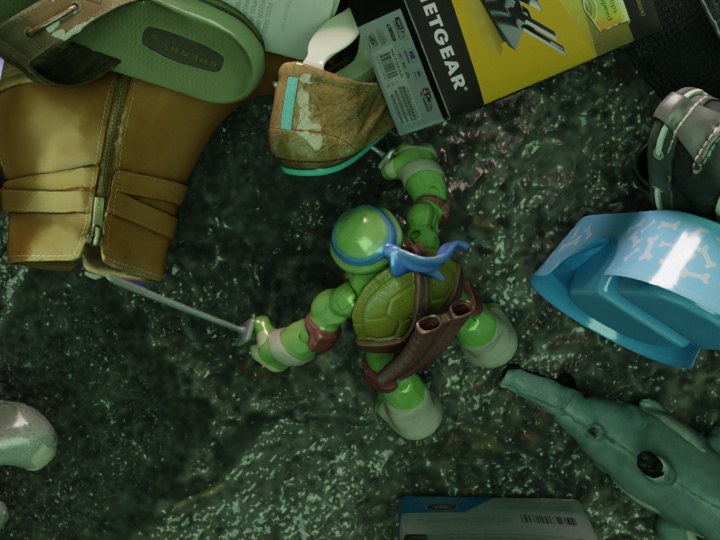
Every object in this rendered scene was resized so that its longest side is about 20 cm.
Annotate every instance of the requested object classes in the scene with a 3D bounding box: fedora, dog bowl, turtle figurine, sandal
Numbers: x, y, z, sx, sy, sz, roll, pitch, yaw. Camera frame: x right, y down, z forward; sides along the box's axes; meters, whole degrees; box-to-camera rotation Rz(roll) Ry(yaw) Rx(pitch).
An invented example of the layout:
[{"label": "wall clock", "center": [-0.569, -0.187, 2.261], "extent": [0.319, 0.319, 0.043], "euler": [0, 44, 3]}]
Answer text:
[{"label": "fedora", "center": [0.200, -0.158, 1.020], "extent": [0.092, 0.201, 0.201], "euler": [-27, 100, 37]}, {"label": "dog bowl", "center": [0.175, 0.010, 1.014], "extent": [0.111, 0.200, 0.050], "euler": [31, 80, -16]}, {"label": "turtle figurine", "center": [0.000, 0.000, 1.032], "extent": [0.200, 0.194, 0.144], "euler": [4, 61, 28]}, {"label": "sandal", "center": [-0.149, -0.128, 0.945], "extent": [0.201, 0.057, 0.080], "euler": [15, 141, -5]}]

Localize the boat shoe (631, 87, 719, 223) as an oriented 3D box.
[{"label": "boat shoe", "center": [0.188, -0.054, 1.006], "extent": [0.068, 0.200, 0.072], "euler": [28, 83, 10]}]

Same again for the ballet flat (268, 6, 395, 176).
[{"label": "ballet flat", "center": [0.009, -0.112, 0.976], "extent": [0.068, 0.200, 0.072], "euler": [6, 112, 29]}]

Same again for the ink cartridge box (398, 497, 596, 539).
[{"label": "ink cartridge box", "center": [0.082, 0.190, 1.025], "extent": [0.116, 0.200, 0.068], "euler": [1, 99, 0]}]

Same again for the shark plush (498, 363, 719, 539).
[{"label": "shark plush", "center": [0.180, 0.106, 1.079], "extent": [0.200, 0.083, 0.091], "euler": [44, 96, -7]}]

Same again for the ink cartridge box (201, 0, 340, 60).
[{"label": "ink cartridge box", "center": [-0.097, -0.213, 0.993], "extent": [0.200, 0.083, 0.147], "euler": [15, 54, -3]}]

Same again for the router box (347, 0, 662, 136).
[{"label": "router box", "center": [0.057, -0.191, 0.937], "extent": [0.157, 0.052, 0.200], "euler": [-26, 97, -31]}]

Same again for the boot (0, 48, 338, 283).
[{"label": "boot", "center": [-0.111, -0.069, 1.026], "extent": [0.200, 0.074, 0.155], "euler": [2, 80, -12]}]

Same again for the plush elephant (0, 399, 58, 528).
[{"label": "plush elephant", "center": [-0.272, 0.152, 1.059], "extent": [0.165, 0.155, 0.200], "euler": [28, 59, 33]}]

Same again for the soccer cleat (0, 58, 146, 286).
[{"label": "soccer cleat", "center": [-0.181, -0.078, 1.058], "extent": [0.076, 0.067, 0.200], "euler": [-39, 94, 9]}]
